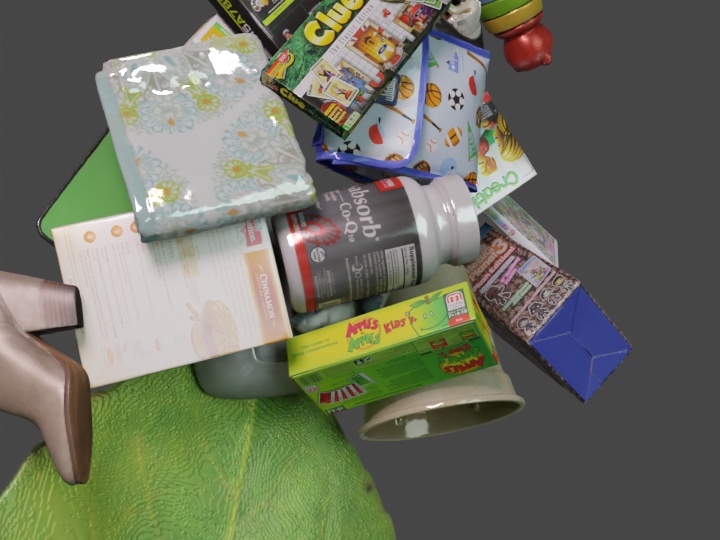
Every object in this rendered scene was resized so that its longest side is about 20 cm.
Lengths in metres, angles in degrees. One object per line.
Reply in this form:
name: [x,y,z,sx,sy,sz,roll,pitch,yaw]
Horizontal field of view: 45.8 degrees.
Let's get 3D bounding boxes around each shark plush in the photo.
shark plush: [0.000,0.000,0.956,0.083,0.091,0.201,27,67,2]

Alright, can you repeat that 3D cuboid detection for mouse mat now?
mouse mat: [-0.227,-0.044,0.918,0.200,0.008,0.161,42,57,-25]

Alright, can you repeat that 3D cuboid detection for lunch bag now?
lunch bag: [0.041,-0.180,0.939,0.199,0.124,0.171,10,84,-37]

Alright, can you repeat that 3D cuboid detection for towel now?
towel: [-0.151,-0.132,0.820,0.170,0.048,0.201,-15,69,-13]

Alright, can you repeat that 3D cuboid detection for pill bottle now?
pill bottle: [0.014,-0.033,0.885,0.199,0.116,0.117,-14,88,-8]

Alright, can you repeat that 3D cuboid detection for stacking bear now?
stacking bear: [0.234,-0.404,1.312,0.114,0.121,0.201,-45,115,-38]

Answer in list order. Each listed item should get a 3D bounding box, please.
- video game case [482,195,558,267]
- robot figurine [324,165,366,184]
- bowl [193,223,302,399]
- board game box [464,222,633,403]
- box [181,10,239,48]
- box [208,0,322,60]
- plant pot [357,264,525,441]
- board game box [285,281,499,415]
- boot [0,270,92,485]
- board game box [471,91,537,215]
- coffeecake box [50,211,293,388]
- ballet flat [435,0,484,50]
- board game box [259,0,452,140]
video game case: [0.195,-0.085,1.175,0.200,0.018,0.143,42,21,-3]
robot figurine: [0.045,-0.093,1.114,0.199,0.058,0.146,14,71,-35]
bowl: [-0.092,0.041,0.959,0.199,0.074,0.201,-1,83,-40]
board game box: [0.224,0.052,1.104,0.097,0.200,0.159,-48,126,-1]
box: [-0.128,-0.260,0.979,0.101,0.112,0.200,44,55,-20]
box: [-0.089,-0.338,0.929,0.193,0.047,0.200,49,54,-20]
plant pot: [0.080,0.094,1.031,0.200,0.200,0.184,5,65,-38]
board game box: [0.034,0.085,0.892,0.102,0.199,0.048,56,20,-51]
boot: [-0.317,0.095,0.745,0.145,0.070,0.201,-7,70,-7]
board game box: [0.114,-0.123,1.075,0.200,0.035,0.127,-34,94,-21]
coffeecake box: [-0.182,0.016,0.840,0.199,0.073,0.154,-13,89,-13]
ballet flat: [0.128,-0.382,1.242,0.200,0.068,0.068,34,60,-28]
board game box: [-0.001,-0.232,0.853,0.105,0.023,0.200,33,68,5]
